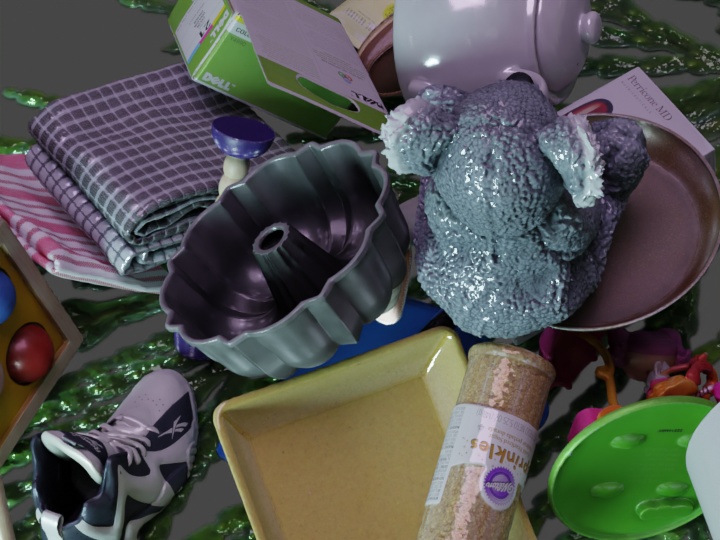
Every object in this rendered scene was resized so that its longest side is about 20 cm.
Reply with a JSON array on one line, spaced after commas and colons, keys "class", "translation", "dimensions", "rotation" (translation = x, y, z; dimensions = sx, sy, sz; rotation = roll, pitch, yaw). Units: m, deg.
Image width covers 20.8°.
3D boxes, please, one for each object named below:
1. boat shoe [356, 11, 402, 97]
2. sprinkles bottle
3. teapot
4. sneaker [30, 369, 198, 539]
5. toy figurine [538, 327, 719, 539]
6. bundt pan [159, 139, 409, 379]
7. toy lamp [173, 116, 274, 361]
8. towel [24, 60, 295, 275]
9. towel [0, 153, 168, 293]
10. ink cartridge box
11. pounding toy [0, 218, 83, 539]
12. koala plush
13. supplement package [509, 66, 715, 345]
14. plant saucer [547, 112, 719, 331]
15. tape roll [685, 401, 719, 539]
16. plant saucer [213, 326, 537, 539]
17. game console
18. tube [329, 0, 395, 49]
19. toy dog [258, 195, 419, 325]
[{"class": "boat shoe", "translation": [0.089, -0.206, 1.728], "dimensions": [0.199, 0.072, 0.068], "rotation": [-25, 33, -10]}, {"class": "sprinkles bottle", "translation": [0.084, 0.154, 1.412], "dimensions": [0.068, 0.068, 0.201], "rotation": [11, 71, 18]}, {"class": "teapot", "translation": [0.123, -0.193, 1.592], "dimensions": [0.145, 0.197, 0.201], "rotation": [5, 85, 27]}, {"class": "sneaker", "translation": [-0.193, 0.139, 1.512], "dimensions": [0.079, 0.130, 0.200], "rotation": [20, 61, 22]}, {"class": "toy figurine", "translation": [0.214, 0.086, 1.488], "dimensions": [0.199, 0.151, 0.185], "rotation": [0, 42, -16]}, {"class": "bundt pan", "translation": [-0.047, 0.001, 1.458], "dimensions": [0.201, 0.076, 0.202], "rotation": [-25, 36, 19]}, {"class": "toy lamp", "translation": [-0.115, -0.022, 1.581], "dimensions": [0.058, 0.201, 0.058], "rotation": [10, 24, -4]}, {"class": "towel", "translation": [-0.160, -0.094, 1.659], "dimensions": [0.199, 0.086, 0.166], "rotation": [-22, 50, -35]}, {"class": "towel", "translation": [-0.260, -0.048, 1.655], "dimensions": [0.200, 0.146, 0.030], "rotation": [40, 107, 31]}, {"class": "ink cartridge box", "translation": [-0.066, -0.162, 1.658], "dimensions": [0.076, 0.147, 0.200], "rotation": [-51, 37, 23]}, {"class": "pounding toy", "translation": [-0.315, 0.088, 1.557], "dimensions": [0.142, 0.184, 0.200], "rotation": [11, 56, 30]}, {"class": "koala plush", "translation": [0.103, -0.061, 1.361], "dimensions": [0.176, 0.200, 0.185], "rotation": [12, 73, 10]}, {"class": "supplement package", "translation": [0.175, -0.053, 1.589], "dimensions": [0.199, 0.110, 0.114], "rotation": [-30, 55, -11]}, {"class": "plant saucer", "translation": [0.175, -0.032, 1.484], "dimensions": [0.199, 0.032, 0.201], "rotation": [-7, 55, 10]}, {"class": "tape roll", "translation": [0.339, 0.160, 1.351], "dimensions": [0.202, 0.203, 0.140], "rotation": [-16, 53, -1]}, {"class": "plant saucer", "translation": [0.010, 0.166, 1.451], "dimensions": [0.199, 0.048, 0.201], "rotation": [-18, 82, -18]}, {"class": "game console", "translation": [0.017, 0.126, 1.551], "dimensions": [0.171, 0.118, 0.200], "rotation": [45, 71, 0]}, {"class": "tube", "translation": [0.060, -0.273, 1.807], "dimensions": [0.200, 0.052, 0.058], "rotation": [-43, 18, -13]}, {"class": "toy dog", "translation": [0.000, 0.000, 1.568], "dimensions": [0.199, 0.096, 0.132], "rotation": [4, 56, 41]}]
